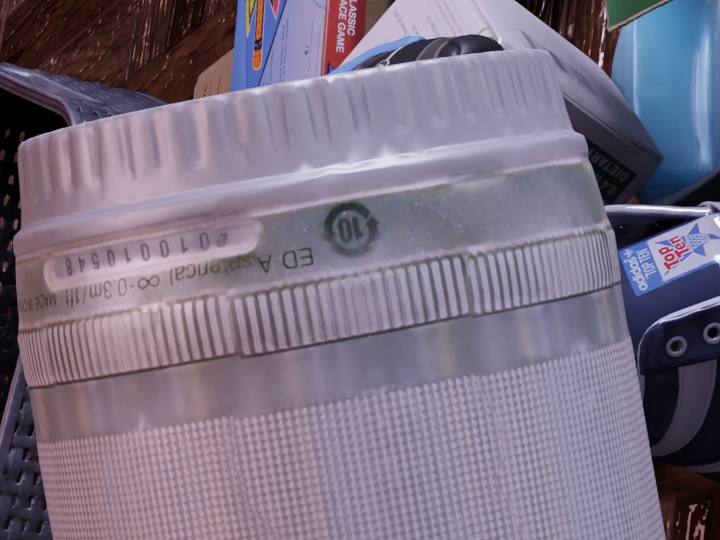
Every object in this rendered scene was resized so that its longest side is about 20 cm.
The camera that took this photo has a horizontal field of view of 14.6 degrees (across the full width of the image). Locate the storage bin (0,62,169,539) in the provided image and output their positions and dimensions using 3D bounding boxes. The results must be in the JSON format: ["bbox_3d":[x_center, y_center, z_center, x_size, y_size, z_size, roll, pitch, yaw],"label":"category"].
[{"bbox_3d":[-0.127,0.027,1.125,0.135,0.093,0.201,25,101,54],"label":"storage bin"}]

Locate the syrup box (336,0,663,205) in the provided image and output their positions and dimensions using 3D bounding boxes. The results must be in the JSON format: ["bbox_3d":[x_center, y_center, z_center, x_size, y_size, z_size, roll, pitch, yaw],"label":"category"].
[{"bbox_3d":[0.000,0.000,0.948,0.200,0.079,0.082,-49,29,14],"label":"syrup box"}]

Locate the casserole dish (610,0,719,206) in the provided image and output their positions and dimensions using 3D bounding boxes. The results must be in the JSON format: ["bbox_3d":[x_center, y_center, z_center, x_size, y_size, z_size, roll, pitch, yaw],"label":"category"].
[{"bbox_3d":[0.142,-0.093,0.886,0.200,0.039,0.122,137,141,-54],"label":"casserole dish"}]

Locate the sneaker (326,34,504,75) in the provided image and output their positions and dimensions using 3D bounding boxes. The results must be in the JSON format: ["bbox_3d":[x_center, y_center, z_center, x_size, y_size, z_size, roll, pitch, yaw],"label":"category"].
[{"bbox_3d":[0.046,0.022,0.835,0.082,0.071,0.201,-26,83,34],"label":"sneaker"}]

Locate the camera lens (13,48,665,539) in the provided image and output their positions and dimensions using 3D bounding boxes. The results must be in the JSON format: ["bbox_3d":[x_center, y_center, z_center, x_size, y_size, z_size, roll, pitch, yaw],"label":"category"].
[{"bbox_3d":[-0.003,0.054,0.738,0.160,0.159,0.201,172,88,-68],"label":"camera lens"}]

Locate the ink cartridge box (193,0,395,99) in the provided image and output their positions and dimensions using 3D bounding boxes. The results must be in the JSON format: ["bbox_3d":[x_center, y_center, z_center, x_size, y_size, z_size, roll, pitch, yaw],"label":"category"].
[{"bbox_3d":[-0.024,-0.004,1.204,0.165,0.075,0.201,153,126,-65],"label":"ink cartridge box"}]

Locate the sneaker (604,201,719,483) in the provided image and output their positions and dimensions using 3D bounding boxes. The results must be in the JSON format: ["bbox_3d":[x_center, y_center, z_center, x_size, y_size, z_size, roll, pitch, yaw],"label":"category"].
[{"bbox_3d":[0.131,-0.019,0.767,0.070,0.108,0.201,-109,38,-54],"label":"sneaker"}]

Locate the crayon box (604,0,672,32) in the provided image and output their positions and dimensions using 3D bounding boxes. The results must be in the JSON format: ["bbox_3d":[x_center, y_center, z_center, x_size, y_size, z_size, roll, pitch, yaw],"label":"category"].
[{"bbox_3d":[0.136,-0.169,0.810,0.199,0.052,0.126,-27,47,28],"label":"crayon box"}]

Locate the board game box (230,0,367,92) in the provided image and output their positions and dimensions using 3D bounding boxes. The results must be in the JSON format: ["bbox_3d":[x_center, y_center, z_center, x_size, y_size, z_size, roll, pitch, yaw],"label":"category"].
[{"bbox_3d":[-0.025,-0.092,1.117,0.103,0.019,0.201,158,119,-63],"label":"board game box"}]
